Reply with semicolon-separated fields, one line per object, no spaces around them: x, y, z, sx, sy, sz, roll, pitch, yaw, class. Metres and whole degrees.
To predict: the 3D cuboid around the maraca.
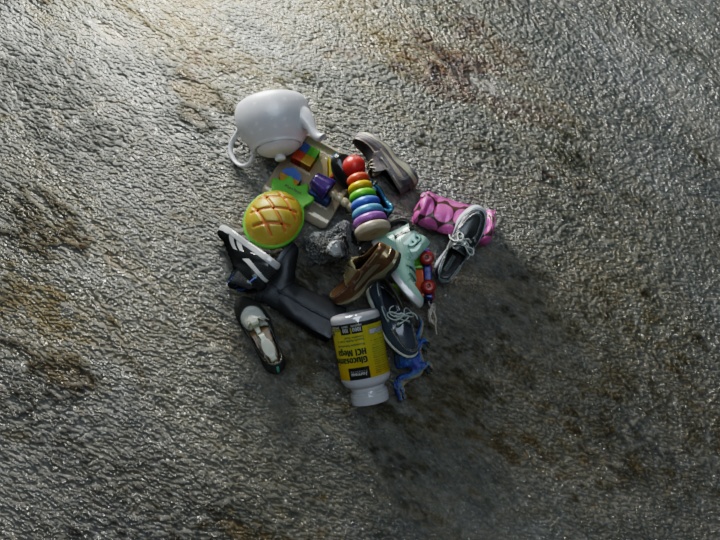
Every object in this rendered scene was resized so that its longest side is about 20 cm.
-0.191;-0.136;1.684;0.136;0.107;0.201;28;64;4;maraca

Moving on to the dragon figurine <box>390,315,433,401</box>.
0.110;0.194;1.655;0.098;0.059;0.202;-1;73;-8;dragon figurine

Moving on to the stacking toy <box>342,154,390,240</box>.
0.006;-0.175;1.658;0.085;0.085;0.202;-11;73;-10;stacking toy

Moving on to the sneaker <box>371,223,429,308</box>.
0.118;-0.019;1.639;0.118;0.074;0.201;-31;63;1;sneaker

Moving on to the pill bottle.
0.004;0.192;1.600;0.111;0.112;0.202;-11;91;-10;pill bottle

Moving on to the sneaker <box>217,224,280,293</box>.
-0.284;-0.019;1.652;0.199;0.073;0.112;32;84;33;sneaker

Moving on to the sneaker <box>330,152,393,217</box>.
0.009;-0.208;1.740;0.073;0.082;0.200;-44;98;-24;sneaker

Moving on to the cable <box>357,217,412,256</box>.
0.034;-0.072;1.756;0.200;0.051;0.097;-36;62;-29;cable

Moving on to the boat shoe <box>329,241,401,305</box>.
0.000;0.000;1.607;0.074;0.200;0.076;41;30;-21;boat shoe

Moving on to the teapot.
-0.207;-0.332;1.732;0.196;0.200;0.148;-7;83;-21;teapot

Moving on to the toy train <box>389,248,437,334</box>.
0.118;0.053;1.694;0.115;0.085;0.202;-2;71;3;toy train

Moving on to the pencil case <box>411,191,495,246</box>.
0.229;-0.131;1.764;0.198;0.091;0.094;16;106;-4;pencil case

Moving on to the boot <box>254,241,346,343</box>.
-0.119;0.049;1.671;0.199;0.066;0.166;29;79;6;boot

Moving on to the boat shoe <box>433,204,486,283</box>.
0.236;-0.060;1.701;0.073;0.068;0.200;34;101;-7;boat shoe

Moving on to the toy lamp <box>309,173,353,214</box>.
-0.033;-0.157;1.712;0.200;0.058;0.058;38;71;1;toy lamp

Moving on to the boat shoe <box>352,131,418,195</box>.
0.052;-0.264;1.792;0.200;0.075;0.073;40;71;8;boat shoe

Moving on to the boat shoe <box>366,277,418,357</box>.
0.080;0.100;1.630;0.074;0.062;0.201;-6;58;-31;boat shoe

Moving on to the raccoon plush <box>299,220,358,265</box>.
-0.089;-0.059;1.643;0.133;0.200;0.098;-12;83;14;raccoon plush

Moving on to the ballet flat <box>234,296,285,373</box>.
-0.223;0.137;1.628;0.068;0.068;0.201;-29;77;-14;ballet flat

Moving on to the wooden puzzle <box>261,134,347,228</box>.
-0.117;-0.228;1.774;0.184;0.046;0.201;29;71;3;wooden puzzle
